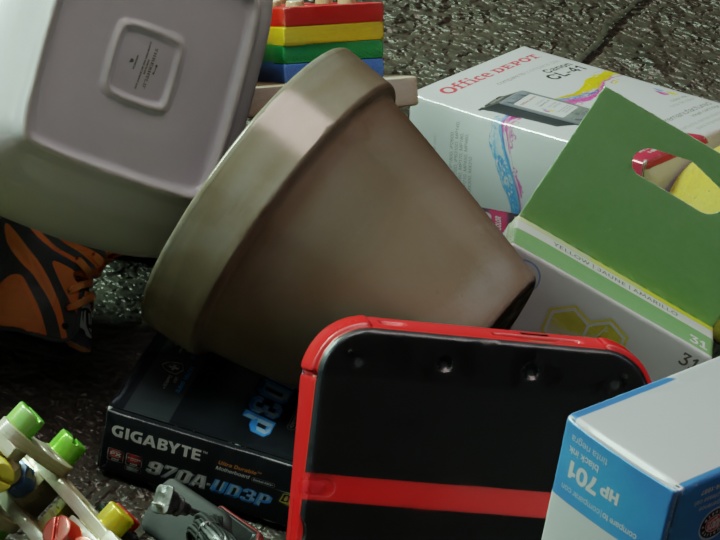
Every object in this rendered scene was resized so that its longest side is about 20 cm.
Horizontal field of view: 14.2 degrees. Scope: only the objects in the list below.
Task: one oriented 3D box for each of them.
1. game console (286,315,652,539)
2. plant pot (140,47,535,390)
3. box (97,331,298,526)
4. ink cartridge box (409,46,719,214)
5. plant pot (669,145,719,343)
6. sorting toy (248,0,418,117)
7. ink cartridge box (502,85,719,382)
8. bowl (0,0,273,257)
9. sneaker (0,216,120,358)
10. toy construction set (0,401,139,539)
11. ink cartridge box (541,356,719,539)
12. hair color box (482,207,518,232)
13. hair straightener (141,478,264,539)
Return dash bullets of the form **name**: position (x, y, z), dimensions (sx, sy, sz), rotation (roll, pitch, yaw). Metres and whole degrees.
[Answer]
- **game console**: position (0.061, 0.120, 1.599), dimensions (0.199, 0.177, 0.031), rotation (5, 2, -10)
- **plant pot**: position (0.000, 0.000, 1.681), dimensions (0.173, 0.200, 0.200), rotation (37, 34, 7)
- **box**: position (-0.051, 0.075, 1.740), dimensions (0.159, 0.046, 0.200), rotation (17, 30, 8)
- **ink cartridge box**: position (0.151, -0.080, 2.007), dimensions (0.200, 0.086, 0.147), rotation (20, 29, 33)
- **plant pot**: position (0.282, -0.017, 1.905), dimensions (0.142, 0.201, 0.200), rotation (10, 23, 38)
- **sorting toy**: position (-0.095, -0.135, 1.838), dimensions (0.198, 0.070, 0.200), rotation (-5, 7, -24)
- **ink cartridge box**: position (0.152, 0.010, 1.740), dimensions (0.145, 0.200, 0.048), rotation (30, 28, -7)
- **bowl**: position (-0.141, -0.116, 1.652), dimensions (0.199, 0.201, 0.075), rotation (20, -6, -33)
- **sneaker**: position (-0.159, -0.007, 1.772), dimensions (0.199, 0.078, 0.112), rotation (-14, 75, -4)
- **toy construction set**: position (-0.158, 0.144, 1.516), dimensions (0.092, 0.131, 0.200), rotation (-35, 49, 7)
- **ink cartridge box**: position (0.166, 0.160, 1.522), dimensions (0.146, 0.200, 0.086), rotation (-17, 39, -41)
- **hair color box**: position (0.018, -0.004, 1.888), dimensions (0.199, 0.061, 0.100), rotation (10, 30, -3)
- **hair straightener**: position (-0.082, 0.148, 1.527), dimensions (0.077, 0.041, 0.200), rotation (32, 2, -22)
